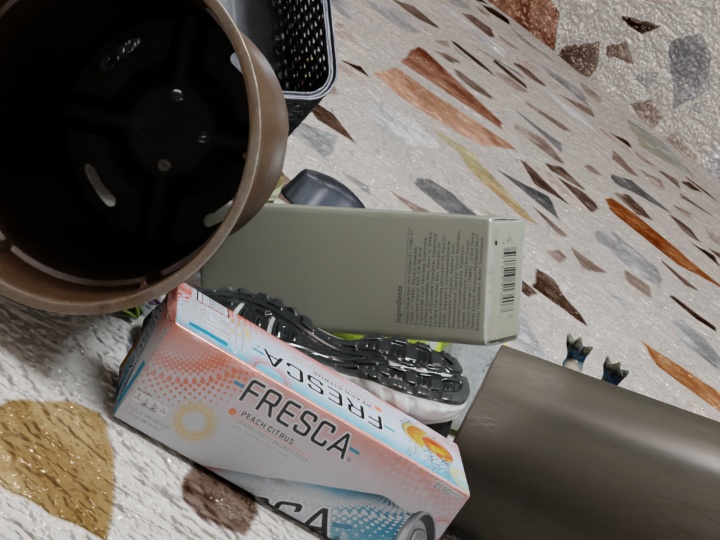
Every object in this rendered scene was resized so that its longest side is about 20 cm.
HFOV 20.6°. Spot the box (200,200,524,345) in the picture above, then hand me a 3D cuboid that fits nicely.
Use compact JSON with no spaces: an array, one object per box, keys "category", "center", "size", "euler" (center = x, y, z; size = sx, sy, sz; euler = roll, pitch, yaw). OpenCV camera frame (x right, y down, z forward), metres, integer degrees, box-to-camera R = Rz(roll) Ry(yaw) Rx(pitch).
[{"category":"box","center":[0.000,0.000,1.254],"size":[0.198,0.083,0.068],"euler":[6,4,23]}]

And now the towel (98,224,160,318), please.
[{"category":"towel","center":[-0.223,-0.041,1.191],"size":[0.199,0.023,0.144],"euler":[23,20,-39]}]

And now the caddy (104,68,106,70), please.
[{"category":"caddy","center":[-0.164,-0.193,1.472],"size":[0.104,0.143,0.200],"euler":[-5,6,14]}]

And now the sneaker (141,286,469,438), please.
[{"category":"sneaker","center":[-0.039,0.070,1.183],"size":[0.198,0.080,0.074],"euler":[19,28,1]}]

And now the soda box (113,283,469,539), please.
[{"category":"soda box","center":[-0.038,0.090,1.112],"size":[0.199,0.069,0.064],"euler":[31,17,-14]}]

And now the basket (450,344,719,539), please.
[{"category":"basket","center":[0.149,0.142,1.220],"size":[0.199,0.181,0.136],"euler":[26,37,6]}]

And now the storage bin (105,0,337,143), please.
[{"category":"storage bin","center":[-0.100,-0.194,1.344],"size":[0.134,0.094,0.202],"euler":[1,73,-22]}]

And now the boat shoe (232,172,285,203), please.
[{"category":"boat shoe","center":[-0.098,-0.057,1.418],"size":[0.073,0.065,0.200],"euler":[20,5,-8]}]

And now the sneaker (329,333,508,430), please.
[{"category":"sneaker","center":[0.033,0.041,1.389],"size":[0.200,0.076,0.105],"euler":[38,3,-30]}]

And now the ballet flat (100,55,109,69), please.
[{"category":"ballet flat","center":[-0.239,-0.191,1.276],"size":[0.199,0.073,0.073],"euler":[29,16,-37]}]

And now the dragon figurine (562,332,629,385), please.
[{"category":"dragon figurine","center":[0.134,0.113,1.369],"size":[0.059,0.100,0.201],"euler":[34,-28,15]}]

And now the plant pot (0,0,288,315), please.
[{"category":"plant pot","center":[-0.131,-0.081,1.138],"size":[0.200,0.201,0.198],"euler":[37,8,7]}]

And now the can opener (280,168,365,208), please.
[{"category":"can opener","center":[0.001,0.003,1.461],"size":[0.200,0.079,0.064],"euler":[38,16,-41]}]

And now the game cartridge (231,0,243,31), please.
[{"category":"game cartridge","center":[-0.093,-0.191,1.475],"size":[0.133,0.041,0.202],"euler":[63,19,-78]}]
